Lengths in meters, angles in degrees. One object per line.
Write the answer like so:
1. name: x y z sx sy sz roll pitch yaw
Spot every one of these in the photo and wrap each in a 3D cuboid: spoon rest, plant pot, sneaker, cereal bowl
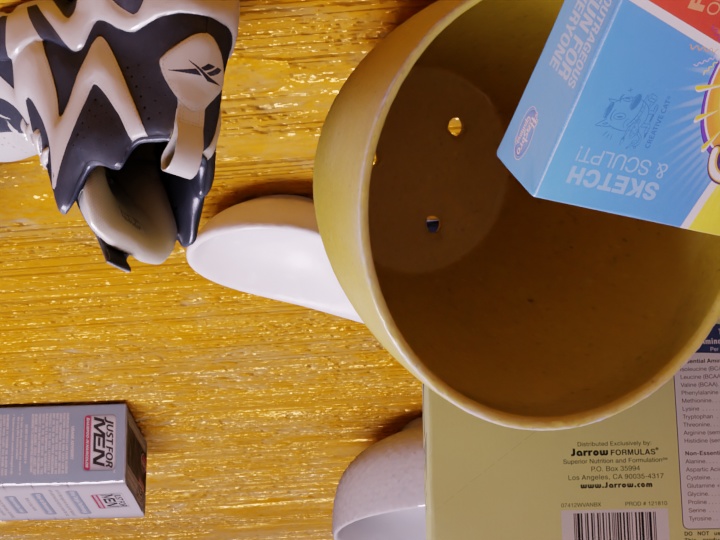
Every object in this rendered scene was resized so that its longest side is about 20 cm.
1. spoon rest: 0.000 0.000 1.280 0.199 0.061 0.099 7 158 -22
2. plant pot: 0.057 -0.038 1.038 0.200 0.201 0.142 10 -178 -28
3. sneaker: -0.125 -0.053 1.032 0.079 0.130 0.199 19 152 -41
4. cereal bowl: 0.079 0.154 1.662 0.199 0.084 0.200 0 159 0

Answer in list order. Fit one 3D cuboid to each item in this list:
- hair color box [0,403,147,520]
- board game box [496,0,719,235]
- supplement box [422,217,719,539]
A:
1. hair color box: -0.259 0.140 1.640 0.199 0.061 0.099 -1 160 3
2. board game box: 0.175 -0.087 0.959 0.200 0.040 0.153 10 116 -28
3. supplement box: 0.131 0.088 1.147 0.199 0.200 0.134 -1 158 2
